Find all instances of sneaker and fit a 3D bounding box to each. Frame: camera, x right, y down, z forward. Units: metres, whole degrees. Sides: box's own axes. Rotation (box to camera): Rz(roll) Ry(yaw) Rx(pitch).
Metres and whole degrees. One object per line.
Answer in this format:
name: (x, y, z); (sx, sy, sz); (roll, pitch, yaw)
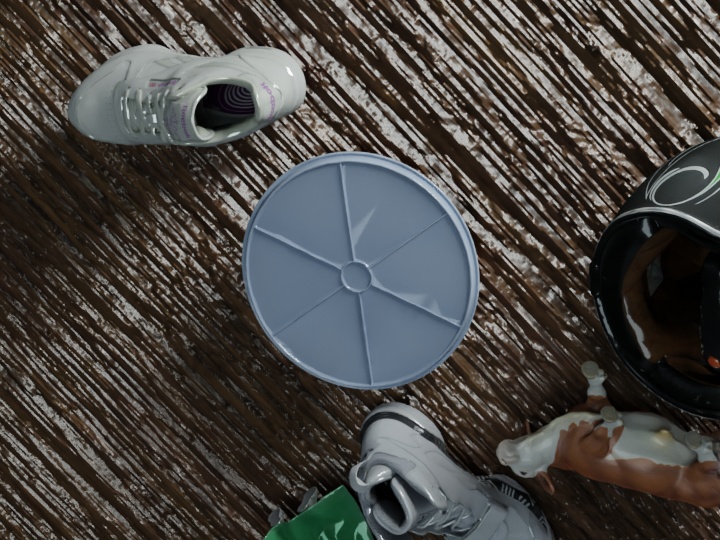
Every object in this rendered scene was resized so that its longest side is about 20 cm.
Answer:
sneaker: (0.072, 0.201, 1.111); (0.199, 0.115, 0.075); (39, 115, -2)
sneaker: (-0.146, -0.134, 1.054); (0.197, 0.100, 0.076); (-6, 111, 18)

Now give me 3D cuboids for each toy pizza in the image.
toy pizza: (0.000, 0.000, 1.102); (0.197, 0.032, 0.203); (5, 110, 12)

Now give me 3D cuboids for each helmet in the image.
helmet: (0.278, -0.003, 0.939); (0.199, 0.189, 0.203); (35, 136, 42)

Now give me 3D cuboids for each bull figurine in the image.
bull figurine: (0.209, 0.135, 1.068); (0.197, 0.066, 0.122); (10, 145, 3)

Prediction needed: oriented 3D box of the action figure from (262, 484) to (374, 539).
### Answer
action figure: (-0.003, 0.283, 1.196); (0.117, 0.055, 0.201); (-30, 107, 21)
